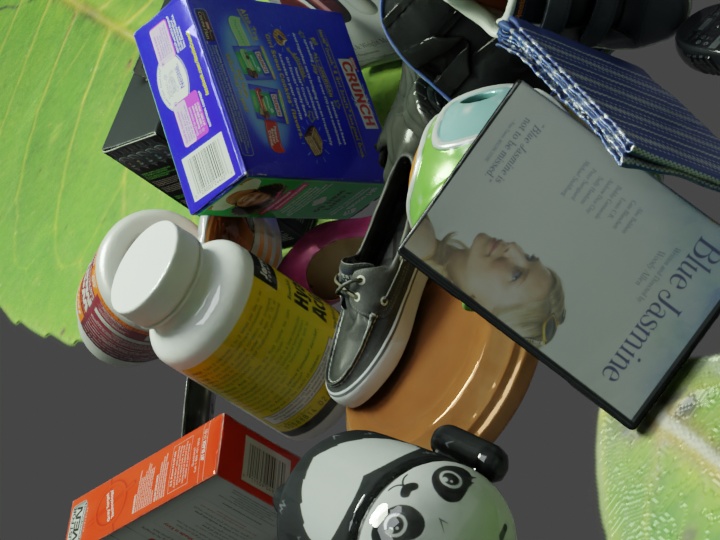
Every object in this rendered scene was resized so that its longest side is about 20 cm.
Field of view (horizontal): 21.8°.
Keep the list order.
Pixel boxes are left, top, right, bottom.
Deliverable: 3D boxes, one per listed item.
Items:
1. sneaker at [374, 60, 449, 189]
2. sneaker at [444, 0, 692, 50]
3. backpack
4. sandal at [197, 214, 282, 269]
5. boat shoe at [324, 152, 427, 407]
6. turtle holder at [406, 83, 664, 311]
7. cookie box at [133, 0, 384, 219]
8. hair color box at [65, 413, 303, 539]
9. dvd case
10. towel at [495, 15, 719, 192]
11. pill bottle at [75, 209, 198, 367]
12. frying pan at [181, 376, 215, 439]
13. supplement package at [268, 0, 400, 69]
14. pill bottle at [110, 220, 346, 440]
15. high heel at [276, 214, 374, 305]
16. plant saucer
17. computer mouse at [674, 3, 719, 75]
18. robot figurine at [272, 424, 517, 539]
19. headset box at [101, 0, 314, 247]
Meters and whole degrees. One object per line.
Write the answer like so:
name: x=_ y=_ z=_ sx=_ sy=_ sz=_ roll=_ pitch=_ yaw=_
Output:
sneaker: x=0.048 y=-0.126 z=1.533 sx=0.091 sy=0.076 sz=0.200 roll=-55 pitch=6 yaw=23
sneaker: x=0.142 y=-0.197 z=1.345 sx=0.080 sy=0.198 sz=0.079 roll=-78 pitch=-1 yaw=-64
backpack: x=0.123 y=-0.227 z=1.455 sx=0.200 sy=0.183 sz=0.147 roll=-43 pitch=10 yaw=19
sandal: x=-0.092 y=-0.018 z=1.606 sx=0.059 sy=0.207 sz=0.080 roll=7 pitch=82 yaw=12
boat shoe: x=0.013 y=0.003 z=1.422 sx=0.070 sy=0.066 sz=0.201 roll=25 pitch=87 yaw=58
turtle holder: x=0.119 y=-0.071 z=1.332 sx=0.185 sy=0.141 sz=0.133 roll=-31 pitch=47 yaw=25
cookie box: x=-0.076 y=-0.135 z=1.572 sx=0.075 sy=0.199 sz=0.173 roll=-31 pitch=71 yaw=36
hair color box: x=-0.141 y=0.196 z=1.507 sx=0.199 sy=0.101 sz=0.062 roll=-31 pitch=39 yaw=35
dvd case: x=0.142 y=-0.011 z=1.235 sx=0.143 sy=0.199 sz=0.018 roll=-54 pitch=-9 yaw=4
towel: x=0.184 y=-0.104 z=1.265 sx=0.024 sy=0.144 sz=0.200 roll=-61 pitch=34 yaw=21
pill bottle: x=-0.199 y=0.023 z=1.693 sx=0.110 sy=0.109 sz=0.200 roll=-69 pitch=10 yaw=-20
frying pan: x=-0.137 y=0.078 z=1.598 sx=0.115 sy=0.031 sz=0.192 roll=-90 pitch=6 yaw=-75
supplement package: x=0.009 y=-0.302 z=1.648 sx=0.190 sy=0.199 sz=0.148 roll=-8 pitch=55 yaw=53
pill bottle: x=-0.097 y=0.045 z=1.488 sx=0.111 sy=0.199 sz=0.112 roll=-34 pitch=38 yaw=32
high heel: x=0.000 y=0.000 z=1.524 sx=0.199 sy=0.068 sz=0.096 roll=-28 pitch=29 yaw=20
plant saucer: x=0.054 y=0.070 z=1.409 sx=0.200 sy=0.037 sz=0.201 roll=-35 pitch=36 yaw=31
computer mouse: x=0.293 y=-0.149 z=1.285 sx=0.059 sy=0.034 sz=0.199 roll=-43 pitch=32 yaw=-16
robot figurine: x=0.019 y=0.176 z=1.271 sx=0.199 sy=0.124 sz=0.152 roll=13 pitch=90 yaw=58
headset box: x=-0.118 y=-0.143 z=1.694 sx=0.092 sy=0.199 sz=0.176 roll=-11 pitch=53 yaw=50
